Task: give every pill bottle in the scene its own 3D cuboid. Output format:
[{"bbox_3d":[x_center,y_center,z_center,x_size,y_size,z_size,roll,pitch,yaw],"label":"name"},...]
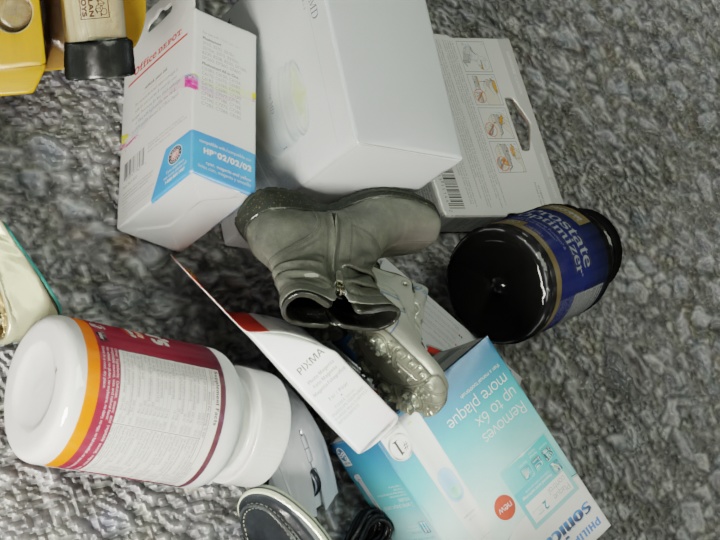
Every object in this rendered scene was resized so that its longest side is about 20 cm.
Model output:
[{"bbox_3d":[-0.157,0.104,1.302,0.199,0.109,0.111,15,58,-36],"label":"pill bottle"},{"bbox_3d":[0.173,-0.003,1.651,0.199,0.111,0.113,-20,80,-57],"label":"pill bottle"}]

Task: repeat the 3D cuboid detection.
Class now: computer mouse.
[{"bbox_3d":[-0.049,0.163,1.414,0.109,0.044,0.201,-29,88,-46],"label":"computer mouse"}]

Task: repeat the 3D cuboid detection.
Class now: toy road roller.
[{"bbox_3d":[-0.270,-0.206,1.378,0.198,0.146,0.124,-7,100,-11],"label":"toy road roller"}]

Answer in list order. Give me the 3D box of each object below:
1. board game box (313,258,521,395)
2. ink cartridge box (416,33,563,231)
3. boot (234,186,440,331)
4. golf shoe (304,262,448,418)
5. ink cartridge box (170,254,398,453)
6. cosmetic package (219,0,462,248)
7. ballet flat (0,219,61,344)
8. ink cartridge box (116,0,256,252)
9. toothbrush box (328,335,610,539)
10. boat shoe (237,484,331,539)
[{"bbox_3d":[0.052,0.086,1.555,0.200,0.035,0.127,41,46,-17],"label":"board game box"},{"bbox_3d":[0.103,-0.138,1.723,0.175,0.045,0.202,-2,69,-42],"label":"ink cartridge box"},{"bbox_3d":[0.000,0.000,1.395,0.198,0.068,0.131,0,44,-35],"label":"boot"},{"bbox_3d":[0.026,0.040,1.433,0.097,0.079,0.200,-27,45,-22],"label":"golf shoe"},{"bbox_3d":[-0.063,0.052,1.389,0.057,0.163,0.201,-39,100,-5],"label":"ink cartridge box"},{"bbox_3d":[-0.035,-0.147,1.491,0.122,0.200,0.201,6,62,-39],"label":"cosmetic package"},{"bbox_3d":[-0.296,-0.033,1.296,0.069,0.069,0.201,-30,89,-47],"label":"ballet flat"},{"bbox_3d":[-0.144,-0.134,1.446,0.067,0.115,0.202,20,55,-34],"label":"ink cartridge box"},{"bbox_3d":[0.094,0.183,1.469,0.146,0.085,0.201,-36,97,-29],"label":"toothbrush box"},{"bbox_3d":[-0.046,0.262,1.341,0.062,0.074,0.202,-20,86,-52],"label":"boat shoe"}]
